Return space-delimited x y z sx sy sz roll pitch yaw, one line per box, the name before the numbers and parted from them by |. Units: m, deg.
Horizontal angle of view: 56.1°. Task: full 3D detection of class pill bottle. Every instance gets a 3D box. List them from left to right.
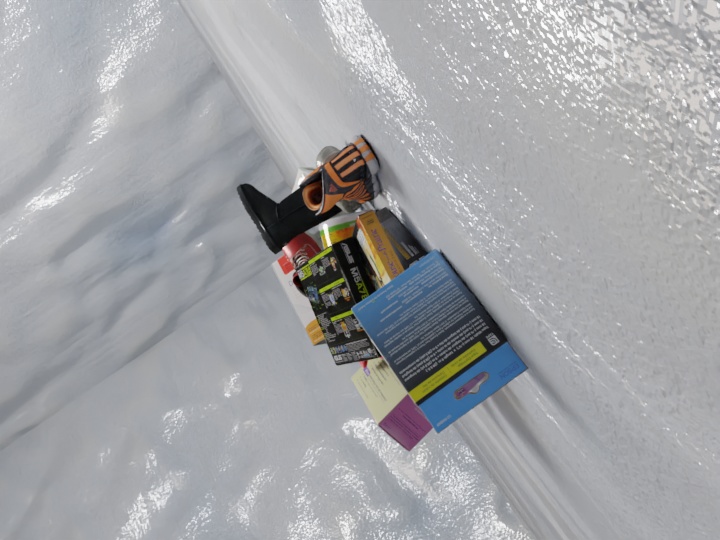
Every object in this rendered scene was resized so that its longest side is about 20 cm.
pill bottle | 0.000 0.000 1.224 0.111 0.110 0.202 165 91 -86

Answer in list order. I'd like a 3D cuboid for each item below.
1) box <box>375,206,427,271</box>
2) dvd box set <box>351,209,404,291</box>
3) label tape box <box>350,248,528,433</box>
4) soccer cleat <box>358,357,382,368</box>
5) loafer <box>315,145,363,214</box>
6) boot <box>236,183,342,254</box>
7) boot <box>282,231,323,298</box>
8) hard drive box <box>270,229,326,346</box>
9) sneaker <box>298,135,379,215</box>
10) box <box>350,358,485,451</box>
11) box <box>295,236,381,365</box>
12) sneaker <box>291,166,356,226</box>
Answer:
box | 0.089 0.013 1.105 0.159 0.048 0.201 52 174 44
dvd box set | 0.042 0.025 1.042 0.201 0.029 0.146 64 165 14
label tape box | 0.102 0.095 0.891 0.201 0.144 0.063 55 176 22
soccer cleat | 0.074 0.125 1.251 0.067 0.198 0.077 -17 -90 -65
loafer | -0.044 -0.161 1.169 0.070 0.070 0.200 45 173 21
boot | -0.127 -0.153 1.336 0.166 0.199 0.066 57 -173 13
boot | -0.118 -0.019 1.333 0.200 0.073 0.144 45 -162 19
hard drive box | -0.073 0.034 1.432 0.201 0.155 0.077 60 -161 13
sneaker | -0.035 -0.128 0.999 0.078 0.112 0.200 55 176 11
box | 0.102 0.199 1.270 0.097 0.200 0.176 43 -178 -26
box | -0.029 0.059 1.139 0.200 0.047 0.195 -28 82 65
sneaker | -0.054 -0.148 1.386 0.198 0.117 0.074 22 -157 17
